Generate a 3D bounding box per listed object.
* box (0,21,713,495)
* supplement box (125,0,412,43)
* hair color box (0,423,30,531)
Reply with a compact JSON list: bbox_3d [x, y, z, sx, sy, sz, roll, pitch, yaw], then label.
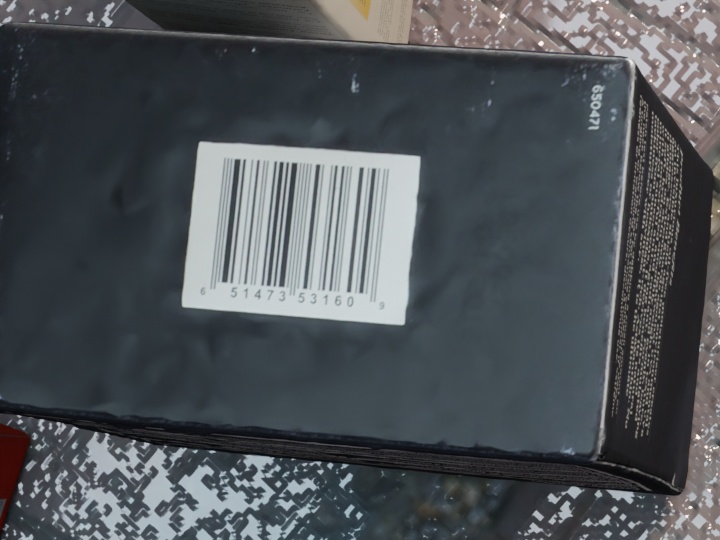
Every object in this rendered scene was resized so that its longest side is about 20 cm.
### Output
[{"bbox_3d":[0.000,0.000,0.921,0.198,0.198,0.124,5,83,14],"label":"box"},{"bbox_3d":[-0.028,-0.137,0.940,0.073,0.200,0.127,6,85,10],"label":"supplement box"},{"bbox_3d":[-0.230,0.075,1.040,0.199,0.061,0.102,17,90,15],"label":"hair color box"}]
